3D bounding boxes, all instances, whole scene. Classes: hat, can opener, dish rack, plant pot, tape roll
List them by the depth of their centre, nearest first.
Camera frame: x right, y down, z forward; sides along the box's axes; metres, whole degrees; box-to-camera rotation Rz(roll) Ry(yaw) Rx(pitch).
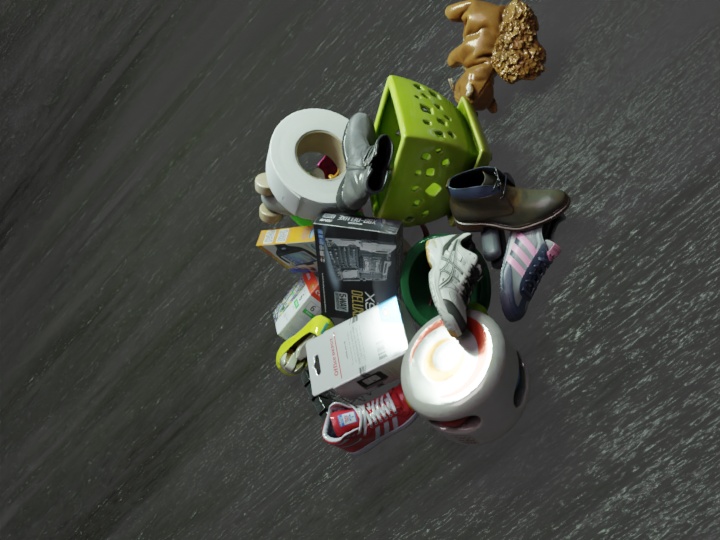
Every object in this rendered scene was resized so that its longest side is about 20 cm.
[{"bbox_3d":[0.236,-0.097,1.131,0.066,0.052,0.204,-24,44,35],"label":"can opener"},{"bbox_3d":[0.121,-0.206,1.178,0.202,0.177,0.203,-98,18,-44],"label":"plant pot"},{"bbox_3d":[0.171,0.003,1.184,0.162,0.175,0.206,-10,93,24],"label":"hat"},{"bbox_3d":[-0.078,-0.197,1.214,0.071,0.197,0.207,125,153,-62],"label":"tape roll"},{"bbox_3d":[-0.021,0.191,1.230,0.200,0.054,0.154,-47,48,10],"label":"dish rack"}]

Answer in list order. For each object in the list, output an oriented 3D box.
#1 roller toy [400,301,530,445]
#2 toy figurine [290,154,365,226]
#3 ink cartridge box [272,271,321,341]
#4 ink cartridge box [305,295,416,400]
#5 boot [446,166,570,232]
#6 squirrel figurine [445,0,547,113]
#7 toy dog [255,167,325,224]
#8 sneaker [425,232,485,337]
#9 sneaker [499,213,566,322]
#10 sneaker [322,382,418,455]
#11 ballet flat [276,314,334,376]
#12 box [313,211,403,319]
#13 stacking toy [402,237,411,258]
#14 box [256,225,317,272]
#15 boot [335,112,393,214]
[{"bbox_3d":[0.165,0.171,1.015,0.200,0.140,0.183,-45,39,1],"label":"roller toy"},{"bbox_3d":[-0.042,-0.183,1.390,0.196,0.152,0.185,24,47,9],"label":"toy figurine"},{"bbox_3d":[-0.101,0.046,1.350,0.201,0.050,0.109,-51,24,8],"label":"ink cartridge box"},{"bbox_3d":[0.005,0.146,1.148,0.197,0.067,0.118,-28,51,19],"label":"ink cartridge box"},{"bbox_3d":[0.233,-0.119,1.050,0.195,0.097,0.076,-8,51,26],"label":"boot"},{"bbox_3d":[0.253,-0.405,1.243,0.197,0.140,0.192,4,77,44],"label":"squirrel figurine"},{"bbox_3d":[-0.115,-0.146,1.285,0.133,0.196,0.098,-55,18,44],"label":"toy dog"},{"bbox_3d":[0.152,0.011,1.004,0.086,0.076,0.203,-16,43,14],"label":"sneaker"},{"bbox_3d":[0.282,-0.015,1.058,0.081,0.070,0.205,-1,70,43],"label":"sneaker"},{"bbox_3d":[0.020,0.245,1.122,0.199,0.112,0.072,-43,47,15],"label":"sneaker"},{"bbox_3d":[-0.120,0.162,1.282,0.200,0.066,0.068,-47,12,36],"label":"ballet flat"},{"bbox_3d":[0.000,0.000,1.183,0.154,0.204,0.050,9,34,17],"label":"box"},{"bbox_3d":[0.015,0.014,1.279,0.201,0.084,0.086,-50,45,19],"label":"stacking toy"},{"bbox_3d":[-0.101,-0.040,1.288,0.197,0.119,0.042,0,62,42],"label":"box"},{"bbox_3d":[0.019,-0.205,1.126,0.131,0.068,0.205,-32,50,59],"label":"boot"}]
